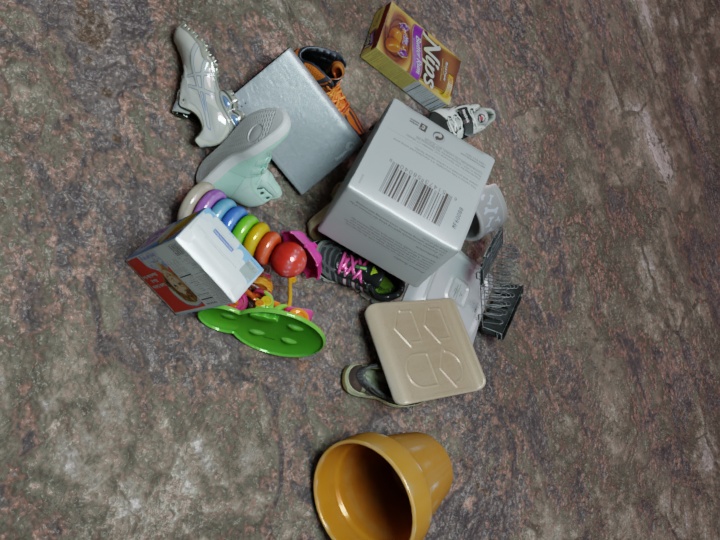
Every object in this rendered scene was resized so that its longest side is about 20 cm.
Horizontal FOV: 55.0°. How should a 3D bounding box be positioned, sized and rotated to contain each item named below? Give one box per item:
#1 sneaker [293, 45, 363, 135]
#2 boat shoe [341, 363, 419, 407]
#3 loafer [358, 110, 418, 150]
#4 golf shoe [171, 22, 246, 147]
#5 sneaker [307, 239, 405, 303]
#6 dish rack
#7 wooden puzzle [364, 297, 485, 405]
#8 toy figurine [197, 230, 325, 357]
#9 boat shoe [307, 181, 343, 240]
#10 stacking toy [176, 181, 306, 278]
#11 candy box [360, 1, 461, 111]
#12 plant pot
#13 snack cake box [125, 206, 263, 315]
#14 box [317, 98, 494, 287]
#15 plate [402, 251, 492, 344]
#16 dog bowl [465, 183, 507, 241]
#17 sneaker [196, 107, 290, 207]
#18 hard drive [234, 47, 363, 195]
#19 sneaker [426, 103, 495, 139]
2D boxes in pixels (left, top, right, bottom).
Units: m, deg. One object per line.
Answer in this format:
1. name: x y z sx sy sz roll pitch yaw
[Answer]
1. sneaker: -0.049 -0.303 1.202 0.200 0.112 0.078 41 62 -26
2. boat shoe: 0.062 0.206 1.236 0.200 0.066 0.072 17 73 -34
3. loafer: 0.056 -0.264 1.298 0.200 0.072 0.063 -20 94 -51
4. golf shoe: -0.257 -0.285 1.072 0.097 0.078 0.200 -27 84 -8
5. sneaker: 0.000 0.000 1.206 0.200 0.087 0.074 31 69 -29
6. dish rack: 0.277 0.021 1.373 0.154 0.054 0.200 -57 147 -40
7. wooden puzzle: 0.111 0.143 1.239 0.200 0.046 0.186 -4 64 -34
8. toy figurine: -0.138 0.017 1.103 0.199 0.150 0.185 15 58 -9
9. boat shoe: -0.022 -0.123 1.231 0.200 0.072 0.065 -35 68 -24
10. stacking toy: -0.170 -0.053 1.033 0.200 0.085 0.085 29 61 9
11. candy box: 0.104 -0.419 1.372 0.200 0.056 0.117 30 65 -31
12. plant pot: 0.056 0.353 1.143 0.183 0.200 0.201 -9 88 -52
13. snack cake box: -0.235 -0.007 0.963 0.115 0.200 0.067 50 58 -20
14. box: 0.073 -0.121 1.123 0.199 0.171 0.200 30 61 -7
15. plate: 0.185 0.045 1.374 0.200 0.032 0.200 37 62 -27
16. dog bowl: 0.179 -0.139 1.304 0.059 0.200 0.200 -44 109 -17
17. sneaker: -0.148 -0.169 1.066 0.118 0.200 0.074 27 49 -38
18. hard drive: -0.108 -0.247 1.159 0.139 0.033 0.200 -39 110 3
19. sneaker: 0.203 -0.300 1.378 0.200 0.088 0.074 -30 104 -49
